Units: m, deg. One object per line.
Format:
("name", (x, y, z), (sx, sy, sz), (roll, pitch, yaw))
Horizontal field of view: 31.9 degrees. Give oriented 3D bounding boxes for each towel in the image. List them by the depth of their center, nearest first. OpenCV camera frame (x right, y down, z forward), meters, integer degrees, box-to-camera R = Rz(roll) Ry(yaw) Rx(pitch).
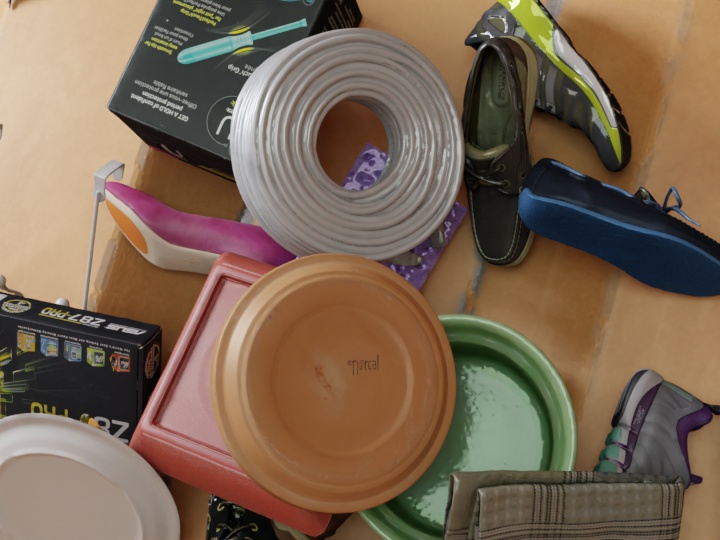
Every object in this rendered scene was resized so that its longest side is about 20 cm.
("towel", (0.151, 0.248, 0.987), (0.197, 0.035, 0.195), (2, 110, -10))

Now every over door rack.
("over door rack", (-0.312, -0.021, 1.157), (0.146, 0.067, 0.202), (19, 105, 13))

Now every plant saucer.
("plant saucer", (-0.017, 0.086, 0.980), (0.198, 0.032, 0.203), (3, 81, -18))
("plant saucer", (-0.082, 0.090, 1.041), (0.198, 0.037, 0.201), (17, 73, 25))

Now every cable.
("cable", (-0.009, -0.101, 1.058), (0.197, 0.069, 0.203), (-2, 91, -20))

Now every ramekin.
("ramekin", (0.084, 0.144, 1.062), (0.197, 0.098, 0.203), (-2, 78, 10))

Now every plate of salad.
("plate of salad", (-0.247, 0.195, 1.094), (0.197, 0.202, 0.048), (5, 36, 11))

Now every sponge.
("sponge", (0.000, 0.000, 1.130), (0.111, 0.030, 0.201), (32, 85, -1))

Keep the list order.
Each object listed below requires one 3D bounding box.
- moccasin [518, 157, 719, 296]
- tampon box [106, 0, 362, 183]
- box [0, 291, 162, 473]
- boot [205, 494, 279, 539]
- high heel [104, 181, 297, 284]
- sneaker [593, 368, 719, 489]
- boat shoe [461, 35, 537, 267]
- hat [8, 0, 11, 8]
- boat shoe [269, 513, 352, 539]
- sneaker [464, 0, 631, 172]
("moccasin", (0.234, -0.045, 1.070), (0.198, 0.081, 0.069), (25, 54, -10))
("tampon box", (-0.109, -0.192, 1.153), (0.148, 0.126, 0.202), (23, 84, 13))
("box", (-0.276, 0.110, 1.126), (0.197, 0.049, 0.163), (12, 115, 12))
("boot", (-0.106, 0.223, 1.051), (0.072, 0.154, 0.206), (-5, 77, 9))
("high heel", (-0.149, -0.042, 1.172), (0.199, 0.068, 0.096), (33, 62, 25))
("sneaker", (0.231, 0.186, 1.041), (0.087, 0.074, 0.202), (22, 82, 9))
("boat shoe", (0.115, -0.103, 1.098), (0.071, 0.066, 0.204), (7, 99, 33))
("hat", (-0.240, -0.368, 1.272), (0.198, 0.176, 0.168), (2, 73, -28))
("boat shoe", (-0.055, 0.135, 1.087), (0.074, 0.074, 0.204), (-33, 62, 20))
("sneaker", (0.171, -0.164, 1.134), (0.081, 0.074, 0.201), (-39, 71, 16))
